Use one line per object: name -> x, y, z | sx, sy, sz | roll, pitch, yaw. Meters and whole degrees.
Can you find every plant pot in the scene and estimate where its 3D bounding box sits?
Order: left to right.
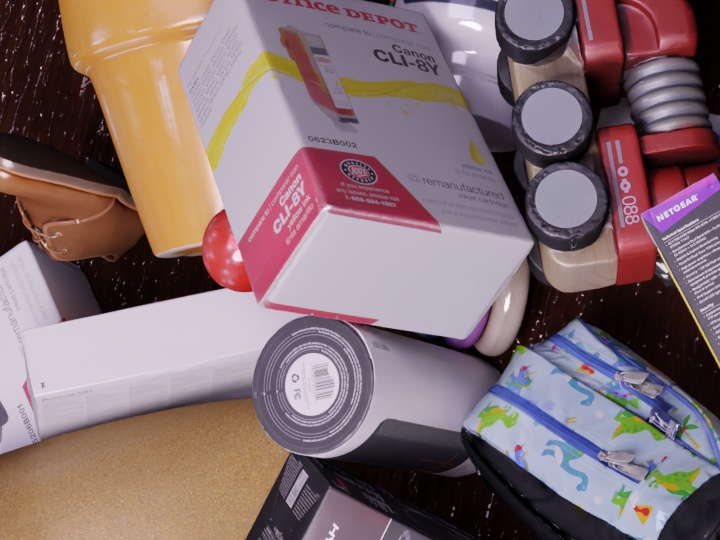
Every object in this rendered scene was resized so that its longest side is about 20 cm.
plant pot -> -0.117, 0.164, 1.321 | 0.199, 0.187, 0.187 | -26, 65, 0
plant pot -> -0.086, -0.108, 1.372 | 0.199, 0.200, 0.185 | -10, 87, 22

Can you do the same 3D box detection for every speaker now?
speaker -> 0.017, 0.077, 1.252 | 0.081, 0.200, 0.082 | -5, 79, 26

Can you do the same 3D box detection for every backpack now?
backpack -> 0.152, 0.121, 1.213 | 0.199, 0.163, 0.155 | 17, 74, 35

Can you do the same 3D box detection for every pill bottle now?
pill bottle -> 0.082, -0.185, 1.344 | 0.115, 0.116, 0.202 | 9, 80, 27

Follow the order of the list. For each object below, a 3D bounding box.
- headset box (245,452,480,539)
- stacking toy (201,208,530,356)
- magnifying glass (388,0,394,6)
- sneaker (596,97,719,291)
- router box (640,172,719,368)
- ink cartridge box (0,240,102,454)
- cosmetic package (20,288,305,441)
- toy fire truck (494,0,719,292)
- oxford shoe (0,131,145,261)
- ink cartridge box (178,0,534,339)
headset box -> 0.041, 0.186, 1.203 | 0.199, 0.149, 0.075 | 28, 90, -11
stacking toy -> 0.000, 0.000, 1.293 | 0.198, 0.085, 0.086 | 7, 75, -11
magnifying glass -> 0.025, -0.154, 1.393 | 0.022, 0.080, 0.202 | 3, 66, 21
sneaker -> 0.223, -0.036, 1.256 | 0.198, 0.077, 0.112 | 10, 77, 29
router box -> 0.230, 0.048, 1.159 | 0.051, 0.200, 0.150 | -29, 64, 11
ink cartridge box -> -0.262, 0.100, 1.443 | 0.199, 0.083, 0.146 | -34, 65, 11
cosmetic package -> -0.113, 0.053, 1.337 | 0.198, 0.083, 0.051 | -11, 68, -12
toy fire truck -> 0.183, -0.095, 1.198 | 0.198, 0.129, 0.178 | -8, 70, 2
oxford shoe -> -0.197, -0.041, 1.390 | 0.071, 0.200, 0.072 | 33, 94, 26
ink cartridge box -> -0.007, -0.069, 1.206 | 0.084, 0.144, 0.201 | -56, 40, 34
